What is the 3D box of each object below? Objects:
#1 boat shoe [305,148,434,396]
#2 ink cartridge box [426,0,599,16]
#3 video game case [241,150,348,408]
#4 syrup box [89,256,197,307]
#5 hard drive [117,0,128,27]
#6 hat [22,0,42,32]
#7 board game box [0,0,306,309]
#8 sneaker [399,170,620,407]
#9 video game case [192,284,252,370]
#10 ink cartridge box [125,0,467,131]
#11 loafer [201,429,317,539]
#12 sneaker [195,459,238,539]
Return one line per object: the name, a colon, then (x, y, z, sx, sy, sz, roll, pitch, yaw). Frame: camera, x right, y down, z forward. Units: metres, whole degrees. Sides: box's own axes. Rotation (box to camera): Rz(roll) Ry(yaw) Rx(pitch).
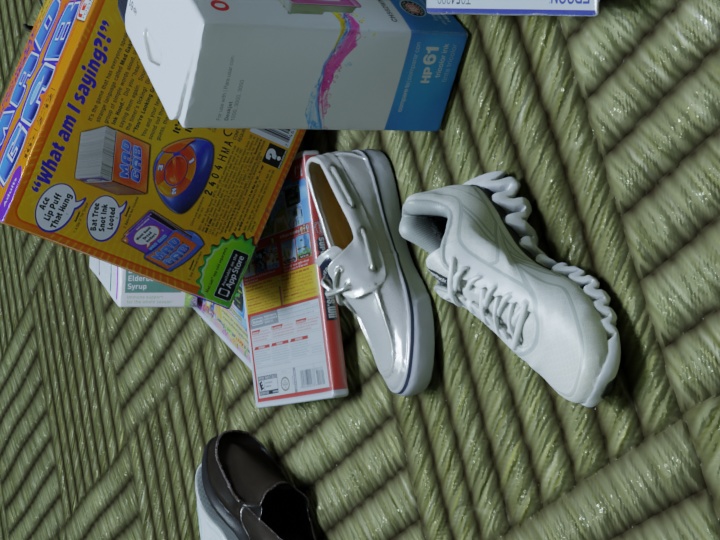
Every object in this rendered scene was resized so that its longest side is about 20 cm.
boat shoe: (0.000, 0.000, 1.126, 0.071, 0.070, 0.200, -45, 53, 56)
ink cartridge box: (0.105, -0.256, 0.921, 0.196, 0.043, 0.200, 20, 112, 61)
video game case: (-0.062, 0.011, 1.273, 0.143, 0.017, 0.200, -16, 81, 59)
syrup box: (-0.222, -0.020, 1.537, 0.200, 0.079, 0.082, -146, 58, -68)
hard drive: (-0.092, -0.249, 1.143, 0.042, 0.200, 0.135, 39, 129, 31)
hat: (-0.266, -0.307, 1.505, 0.201, 0.200, 0.081, 7, 124, 64)
board game box: (-0.184, -0.112, 1.263, 0.200, 0.200, 0.200, -66, 25, 3)
sneaker: (0.089, 0.013, 0.937, 0.200, 0.081, 0.075, 55, 138, 45)
video game case: (-0.107, -0.016, 1.398, 0.200, 0.024, 0.182, 38, 126, 56)
ink cartridge box: (-0.049, -0.169, 1.061, 0.145, 0.200, 0.085, 58, 142, 45)
loafer: (-0.074, 0.203, 1.311, 0.200, 0.073, 0.071, 54, 129, 40)
sneaker: (-0.111, 0.270, 1.397, 0.080, 0.070, 0.201, 110, 152, -66)
